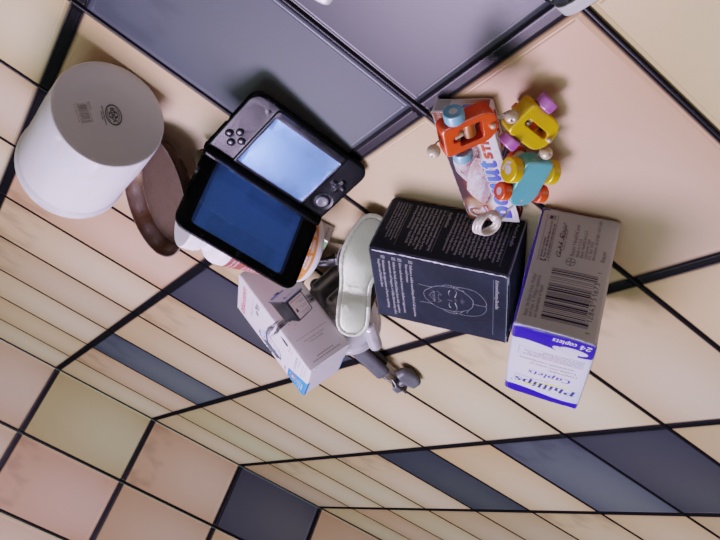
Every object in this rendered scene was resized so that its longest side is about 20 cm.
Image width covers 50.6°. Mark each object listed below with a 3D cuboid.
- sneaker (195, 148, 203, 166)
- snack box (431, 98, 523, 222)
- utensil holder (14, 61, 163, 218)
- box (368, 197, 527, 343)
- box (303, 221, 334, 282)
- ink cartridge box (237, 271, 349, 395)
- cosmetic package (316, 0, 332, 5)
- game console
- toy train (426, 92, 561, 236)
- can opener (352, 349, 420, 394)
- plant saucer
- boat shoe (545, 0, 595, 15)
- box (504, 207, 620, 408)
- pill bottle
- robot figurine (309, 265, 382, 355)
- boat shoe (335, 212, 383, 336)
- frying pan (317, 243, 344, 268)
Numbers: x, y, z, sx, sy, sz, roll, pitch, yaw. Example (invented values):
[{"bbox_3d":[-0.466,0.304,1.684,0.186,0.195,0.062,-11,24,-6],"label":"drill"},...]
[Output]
[{"bbox_3d":[-0.202,-0.156,1.119,0.089,0.067,0.200,19,156,-4],"label":"sneaker"},{"bbox_3d":[0.149,-0.133,0.946,0.072,0.024,0.200,5,147,27],"label":"snack box"},{"bbox_3d":[-0.394,-0.187,1.110,0.170,0.171,0.200,35,147,-22],"label":"utensil holder"},{"bbox_3d":[0.127,-0.001,1.085,0.199,0.107,0.149,13,142,19],"label":"box"},{"bbox_3d":[-0.137,-0.051,1.295,0.144,0.036,0.200,26,153,-7],"label":"box"},{"bbox_3d":[-0.116,0.089,1.264,0.200,0.086,0.147,50,158,14],"label":"ink cartridge box"},{"bbox_3d":[-0.037,-0.340,0.533,0.164,0.201,0.165,26,152,-7],"label":"cosmetic package"},{"bbox_3d":[-0.113,-0.102,1.012,0.200,0.117,0.176,32,123,-32],"label":"game console"},{"bbox_3d":[0.150,-0.134,0.859,0.150,0.056,0.200,-27,140,2],"label":"toy train"},{"bbox_3d":[0.052,0.188,1.572,0.067,0.053,0.200,-31,128,18],"label":"can opener"},{"bbox_3d":[-0.314,-0.122,1.202,0.200,0.034,0.201,22,120,44],"label":"plant saucer"},{"bbox_3d":[0.206,-0.275,0.602,0.060,0.076,0.200,26,152,-18],"label":"boat shoe"},{"bbox_3d":[0.265,0.053,1.014,0.104,0.185,0.200,13,150,15],"label":"box"},{"bbox_3d":[-0.162,-0.054,1.112,0.199,0.113,0.112,13,161,-33],"label":"pill bottle"},{"bbox_3d":[-0.027,0.075,1.347,0.170,0.113,0.200,42,164,33],"label":"robot figurine"},{"bbox_3d":[0.000,0.000,1.176,0.071,0.061,0.202,12,111,-1],"label":"boat shoe"},{"bbox_3d":[-0.013,-0.005,1.240,0.189,0.031,0.115,-15,126,29],"label":"frying pan"}]
